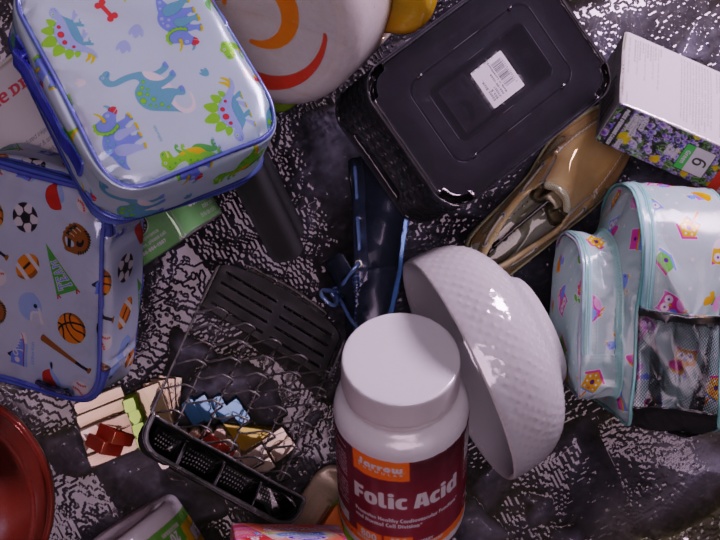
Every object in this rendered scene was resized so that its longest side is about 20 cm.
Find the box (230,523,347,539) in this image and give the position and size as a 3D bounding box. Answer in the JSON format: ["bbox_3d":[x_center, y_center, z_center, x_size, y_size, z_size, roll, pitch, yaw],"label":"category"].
[{"bbox_3d":[-0.060,0.308,1.227,0.093,0.103,0.203,2,90,-7],"label":"box"}]

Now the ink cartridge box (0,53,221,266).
[{"bbox_3d":[-0.233,-0.090,1.296,0.144,0.087,0.201,-30,96,26],"label":"ink cartridge box"}]

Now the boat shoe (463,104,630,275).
[{"bbox_3d":[0.173,-0.066,1.357,0.072,0.076,0.200,41,88,-3],"label":"boat shoe"}]

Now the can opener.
[{"bbox_3d":[-0.107,-0.091,1.310,0.066,0.053,0.201,-19,126,17],"label":"can opener"}]

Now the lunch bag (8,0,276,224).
[{"bbox_3d":[-0.171,-0.144,1.180,0.159,0.083,0.201,-24,74,-25],"label":"lunch bag"}]

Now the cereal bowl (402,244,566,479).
[{"bbox_3d":[0.114,0.067,1.295,0.083,0.200,0.202,-24,94,-9],"label":"cereal bowl"}]

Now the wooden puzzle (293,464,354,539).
[{"bbox_3d":[-0.006,0.292,1.333,0.185,0.037,0.201,41,53,-5],"label":"wooden puzzle"}]

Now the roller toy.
[{"bbox_3d":[-0.051,-0.245,1.274,0.199,0.140,0.183,-21,109,41],"label":"roller toy"}]

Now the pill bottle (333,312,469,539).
[{"bbox_3d":[0.034,0.138,1.286,0.113,0.115,0.201,-6,136,-4],"label":"pill bottle"}]

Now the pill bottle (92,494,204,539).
[{"bbox_3d":[-0.153,0.305,1.332,0.110,0.111,0.201,-32,94,-2],"label":"pill bottle"}]

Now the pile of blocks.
[{"bbox_3d":[-0.153,0.136,1.349,0.197,0.062,0.083,4,92,-5],"label":"pile of blocks"}]

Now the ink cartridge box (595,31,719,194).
[{"bbox_3d":[0.304,-0.122,1.347,0.198,0.110,0.051,23,133,-7],"label":"ink cartridge box"}]

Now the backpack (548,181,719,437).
[{"bbox_3d":[0.238,0.023,1.315,0.151,0.176,0.203,11,96,-4],"label":"backpack"}]

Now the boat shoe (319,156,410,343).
[{"bbox_3d":[0.000,0.000,1.355,0.068,0.084,0.203,10,75,-4],"label":"boat shoe"}]

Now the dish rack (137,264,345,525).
[{"bbox_3d":[-0.093,0.098,1.316,0.153,0.054,0.202,32,65,-20],"label":"dish rack"}]

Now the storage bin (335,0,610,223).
[{"bbox_3d":[0.095,-0.149,1.313,0.199,0.094,0.136,-38,95,-18],"label":"storage bin"}]

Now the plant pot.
[{"bbox_3d":[-0.363,0.207,1.271,0.198,0.195,0.204,0,92,-4],"label":"plant pot"}]

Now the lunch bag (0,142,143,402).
[{"bbox_3d":[-0.257,0.005,1.248,0.158,0.076,0.202,15,111,17],"label":"lunch bag"}]
